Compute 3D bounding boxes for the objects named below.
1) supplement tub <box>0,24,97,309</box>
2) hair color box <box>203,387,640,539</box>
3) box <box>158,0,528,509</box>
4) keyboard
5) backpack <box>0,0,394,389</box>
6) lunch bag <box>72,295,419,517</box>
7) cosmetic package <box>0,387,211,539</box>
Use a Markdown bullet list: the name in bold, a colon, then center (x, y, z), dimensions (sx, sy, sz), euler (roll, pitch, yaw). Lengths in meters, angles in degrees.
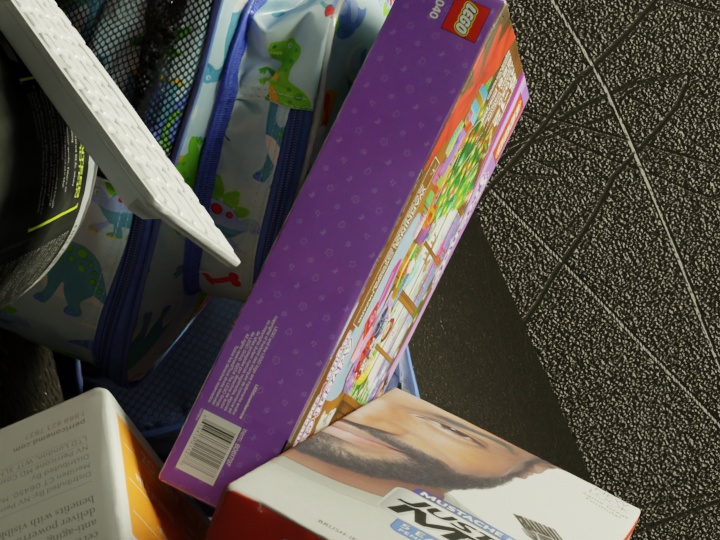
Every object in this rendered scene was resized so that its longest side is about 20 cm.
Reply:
- **supplement tub**: center (-0.146, -0.034, 0.633), dimensions (0.200, 0.122, 0.123), euler (-51, 117, -80)
- **hair color box**: center (0.022, 0.103, 0.748), dimensions (0.111, 0.064, 0.200), euler (26, 11, 11)
- **box**: center (0.000, 0.000, 0.805), dimensions (0.039, 0.200, 0.137), euler (25, -5, 10)
- **keyboard**: center (-0.097, -0.080, 0.631), dimensions (0.200, 0.011, 0.056), euler (53, 12, 26)
- **backpack**: center (-0.071, -0.058, 0.843), dimensions (0.147, 0.200, 0.183), euler (23, 20, 5)
- **lunch bag**: center (-0.050, 0.015, 0.993), dimensions (0.132, 0.136, 0.200), euler (54, 24, -63)
- **cosmetic package**: center (-0.082, 0.149, 0.714), dimensions (0.101, 0.071, 0.200), euler (58, 13, -45)
